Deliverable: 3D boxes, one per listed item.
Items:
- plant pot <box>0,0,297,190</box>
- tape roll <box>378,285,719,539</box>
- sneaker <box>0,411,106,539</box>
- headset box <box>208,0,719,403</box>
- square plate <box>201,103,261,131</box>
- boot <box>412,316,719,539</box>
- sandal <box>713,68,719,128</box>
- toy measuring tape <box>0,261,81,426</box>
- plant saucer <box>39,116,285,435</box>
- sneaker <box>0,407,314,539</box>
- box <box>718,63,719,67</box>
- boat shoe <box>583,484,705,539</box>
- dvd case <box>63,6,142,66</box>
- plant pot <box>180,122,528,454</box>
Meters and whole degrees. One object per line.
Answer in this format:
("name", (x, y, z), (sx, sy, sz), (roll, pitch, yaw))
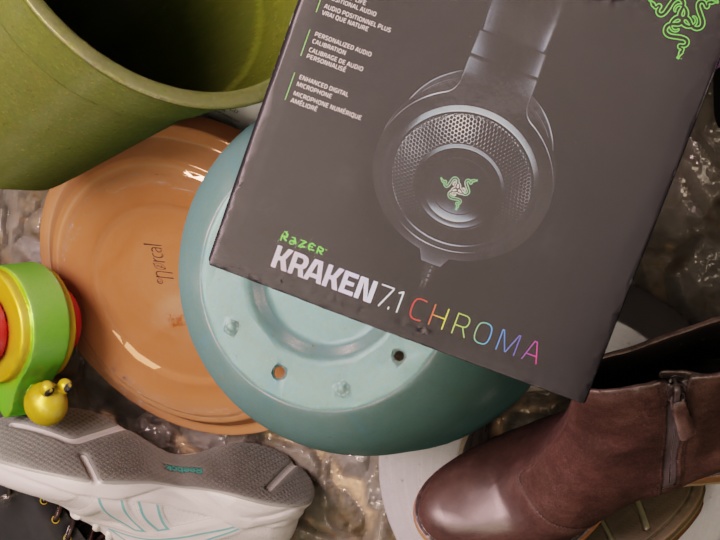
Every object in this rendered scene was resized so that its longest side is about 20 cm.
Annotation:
("plant pot", (-0.144, -0.133, 1.087), (0.201, 0.200, 0.190), (53, 138, -2))
("tape roll", (0.112, 0.105, 1.183), (0.199, 0.066, 0.202), (5, 106, 17))
("sneaker", (-0.183, 0.141, 1.290), (0.105, 0.075, 0.202), (8, 115, 10))
("headset box", (0.051, -0.073, 0.904), (0.173, 0.093, 0.201), (21, 101, -3))
("square plate", (-0.075, -0.092, 1.207), (0.199, 0.028, 0.199), (29, 111, 9))
("boot", (0.110, 0.076, 1.030), (0.198, 0.167, 0.073), (-14, 64, 6))
("sandal", (0.204, -0.137, 1.040), (0.045, 0.075, 0.201), (37, 157, 34))
("toy measuring tape", (-0.212, -0.001, 1.228), (0.073, 0.073, 0.201), (-39, 65, 23))
("plant saucer", (-0.097, 0.008, 1.216), (0.199, 0.032, 0.202), (11, 120, 20))
("sneaker", (-0.131, 0.137, 1.238), (0.199, 0.071, 0.081), (15, 120, -15))
("box", (0.110, -0.137, 0.971), (0.136, 0.039, 0.200), (35, 133, -19))
("boat shoe", (0.098, 0.160, 1.134), (0.199, 0.068, 0.072), (-32, 58, 6))
("dvd case", (-0.148, -0.215, 1.185), (0.149, 0.016, 0.201), (41, 115, 19))
("plant pot", (0.000, 0.000, 1.063), (0.199, 0.161, 0.203), (0, 92, 11))
